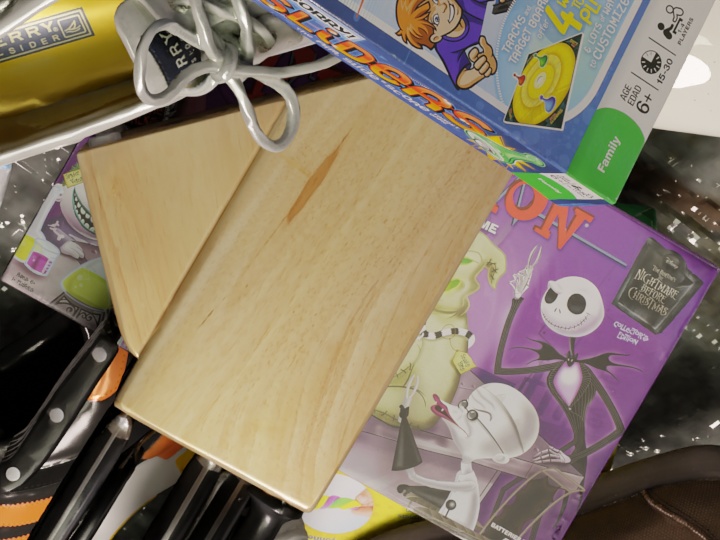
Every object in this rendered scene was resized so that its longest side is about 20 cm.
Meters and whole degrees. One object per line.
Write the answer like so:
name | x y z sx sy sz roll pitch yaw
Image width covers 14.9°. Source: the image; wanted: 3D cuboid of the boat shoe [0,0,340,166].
boat shoe | -0.050 -0.071 0.770 0.201 0.086 0.075 -16 128 11

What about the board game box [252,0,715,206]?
board game box | 0.053 -0.137 0.745 0.135 0.034 0.200 31 78 -22

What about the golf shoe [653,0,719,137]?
golf shoe | 0.153 -0.061 0.847 0.199 0.097 0.078 -2 130 4

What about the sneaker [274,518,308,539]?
sneaker | -0.048 0.161 0.956 0.073 0.112 0.200 -17 162 -29

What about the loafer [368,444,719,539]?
loafer | 0.054 0.123 0.947 0.200 0.071 0.073 -27 124 23

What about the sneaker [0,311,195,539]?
sneaker | -0.124 0.070 0.960 0.090 0.070 0.200 24 121 -38

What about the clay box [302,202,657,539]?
clay box | 0.030 0.060 0.976 0.114 0.048 0.200 8 129 -4

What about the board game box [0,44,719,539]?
board game box | 0.000 0.000 0.883 0.200 0.032 0.120 29 91 -6

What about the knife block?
knife block | -0.019 0.033 0.841 0.199 0.064 0.176 -15 97 -1

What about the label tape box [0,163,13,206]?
label tape box | -0.206 0.001 0.922 0.143 0.066 0.200 16 125 -12
